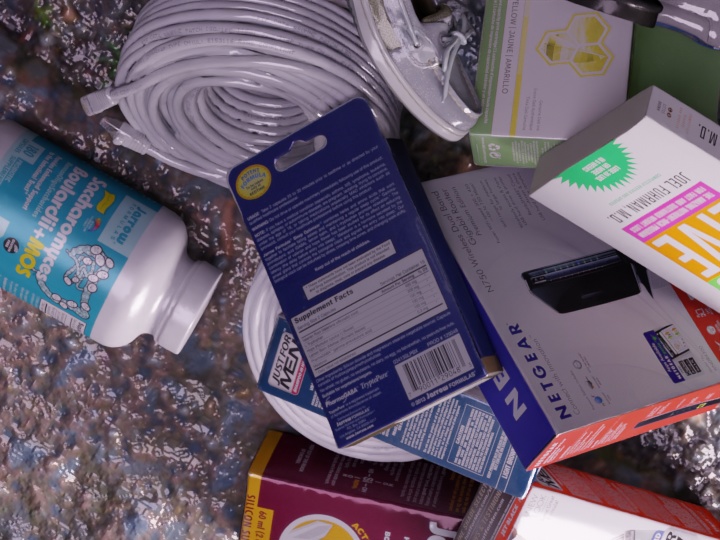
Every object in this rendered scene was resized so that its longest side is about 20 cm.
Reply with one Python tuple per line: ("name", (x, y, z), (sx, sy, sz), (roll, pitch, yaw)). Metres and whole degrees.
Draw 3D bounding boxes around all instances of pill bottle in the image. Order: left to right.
("pill bottle", (-0.202, -0.018, 1.557), (0.199, 0.111, 0.111), (29, 111, -1))

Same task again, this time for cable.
("cable", (-0.067, -0.121, 1.466), (0.199, 0.070, 0.200), (28, 149, -23))
("cable", (0.011, 0.045, 1.563), (0.199, 0.069, 0.201), (-20, 104, 16))

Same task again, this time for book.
("book", (0.228, -0.039, 1.382), (0.199, 0.048, 0.133), (29, 150, -17))

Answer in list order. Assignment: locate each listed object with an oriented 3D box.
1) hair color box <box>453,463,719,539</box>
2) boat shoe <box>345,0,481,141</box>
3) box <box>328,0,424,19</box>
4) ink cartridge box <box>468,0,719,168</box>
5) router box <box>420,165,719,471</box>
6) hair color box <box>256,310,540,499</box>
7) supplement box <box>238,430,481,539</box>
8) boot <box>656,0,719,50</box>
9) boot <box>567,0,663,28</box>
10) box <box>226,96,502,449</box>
("hair color box", (0.166, 0.210, 1.542), (0.199, 0.064, 0.111), (18, 105, -28))
("boat shoe", (0.030, -0.179, 1.375), (0.064, 0.074, 0.203), (-24, 97, 21))
("box", (-0.035, -0.252, 1.453), (0.199, 0.101, 0.113), (15, 111, 4))
("ink cartridge box", (0.179, -0.135, 1.439), (0.198, 0.146, 0.048), (4, 152, 10))
("router box", (0.142, 0.019, 1.435), (0.201, 0.179, 0.049), (60, 143, 22))
("hair color box", (0.040, 0.077, 1.469), (0.199, 0.100, 0.061), (23, 112, 10))
("supplement box", (0.011, 0.203, 1.608), (0.199, 0.086, 0.111), (11, 110, 6))
("boot", (0.275, -0.177, 1.422), (0.199, 0.074, 0.096), (16, 91, -3))
("boot", (0.163, -0.258, 1.365), (0.079, 0.211, 0.159), (12, 115, -14))
("box", (0.000, 0.000, 1.393), (0.121, 0.032, 0.201), (-27, 81, 25))
